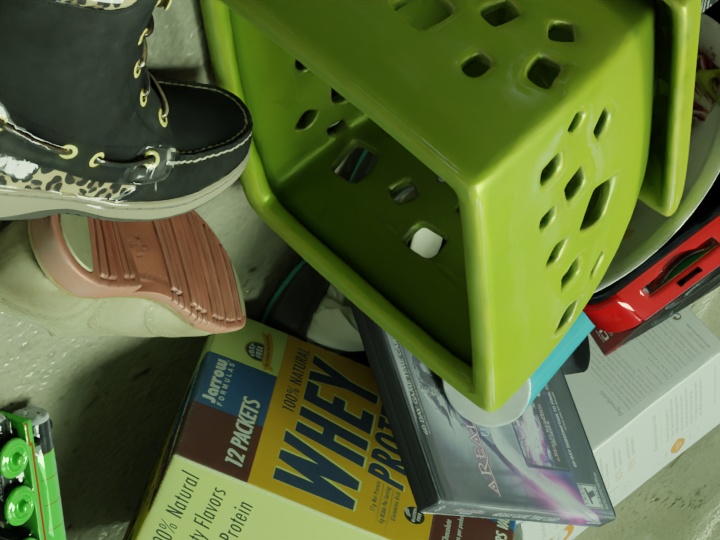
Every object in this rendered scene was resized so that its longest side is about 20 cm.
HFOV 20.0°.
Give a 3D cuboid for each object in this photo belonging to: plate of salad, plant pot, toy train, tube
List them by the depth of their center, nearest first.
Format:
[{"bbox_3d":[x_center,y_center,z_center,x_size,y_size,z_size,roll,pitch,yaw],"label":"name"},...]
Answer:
[{"bbox_3d":[0.056,-0.088,1.018,0.181,0.199,0.201,-39,151,-18],"label":"plant pot"},{"bbox_3d":[-0.184,0.167,1.144,0.056,0.041,0.202,-30,124,-49],"label":"toy train"},{"bbox_3d":[0.126,-0.070,1.145,0.200,0.200,0.048,-47,123,9],"label":"plate of salad"},{"bbox_3d":[0.102,0.028,1.175,0.200,0.077,0.051,-42,146,-61],"label":"tube"}]

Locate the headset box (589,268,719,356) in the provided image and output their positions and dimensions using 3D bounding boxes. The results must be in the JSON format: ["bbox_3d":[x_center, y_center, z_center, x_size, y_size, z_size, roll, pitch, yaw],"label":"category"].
[{"bbox_3d":[0.228,-0.030,1.375,0.148,0.078,0.200,-28,168,-27],"label":"headset box"}]

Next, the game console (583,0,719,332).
[{"bbox_3d":[0.191,-0.073,1.145,0.031,0.178,0.200,36,120,-27],"label":"game console"}]

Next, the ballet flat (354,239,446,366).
[{"bbox_3d":[0.049,0.007,1.287,0.201,0.066,0.057,-58,177,39],"label":"ballet flat"}]

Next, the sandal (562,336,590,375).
[{"bbox_3d":[0.137,-0.002,1.320,0.042,0.077,0.201,-6,140,8],"label":"sandal"}]

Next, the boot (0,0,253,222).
[{"bbox_3d":[-0.108,-0.100,0.920,0.199,0.073,0.151,-5,135,-41],"label":"boot"}]

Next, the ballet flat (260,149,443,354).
[{"bbox_3d":[0.000,0.000,1.192,0.068,0.069,0.201,-7,136,-44],"label":"ballet flat"}]

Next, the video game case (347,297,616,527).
[{"bbox_3d":[0.070,0.074,1.160,0.019,0.144,0.199,-29,157,26],"label":"video game case"}]

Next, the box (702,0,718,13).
[{"bbox_3d":[0.224,-0.160,1.277,0.159,0.044,0.201,-30,150,-20],"label":"box"}]

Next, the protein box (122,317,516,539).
[{"bbox_3d":[-0.034,0.166,1.203,0.135,0.198,0.200,-76,-170,-53],"label":"protein box"}]

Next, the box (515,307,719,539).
[{"bbox_3d":[0.169,0.111,1.527,0.199,0.098,0.125,-36,152,-11],"label":"box"}]

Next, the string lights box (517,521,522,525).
[{"bbox_3d":[0.030,0.183,1.418,0.102,0.059,0.200,-15,165,-40],"label":"string lights box"}]

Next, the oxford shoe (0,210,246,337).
[{"bbox_3d":[-0.128,0.002,1.059,0.073,0.071,0.200,-24,159,22],"label":"oxford shoe"}]
